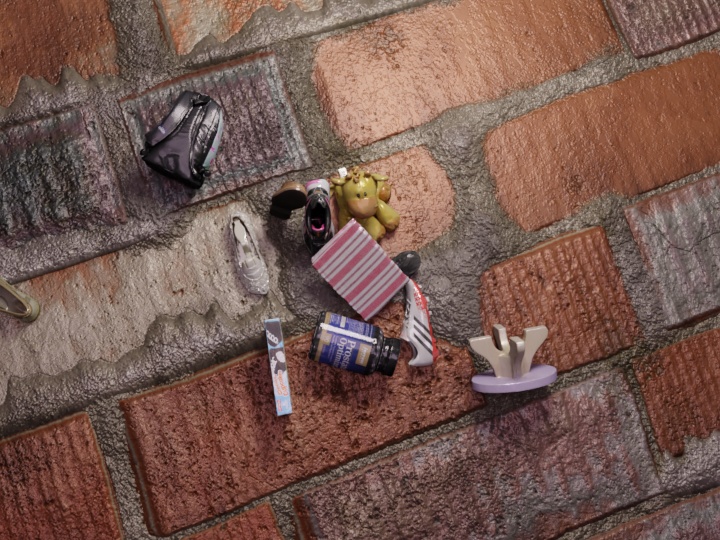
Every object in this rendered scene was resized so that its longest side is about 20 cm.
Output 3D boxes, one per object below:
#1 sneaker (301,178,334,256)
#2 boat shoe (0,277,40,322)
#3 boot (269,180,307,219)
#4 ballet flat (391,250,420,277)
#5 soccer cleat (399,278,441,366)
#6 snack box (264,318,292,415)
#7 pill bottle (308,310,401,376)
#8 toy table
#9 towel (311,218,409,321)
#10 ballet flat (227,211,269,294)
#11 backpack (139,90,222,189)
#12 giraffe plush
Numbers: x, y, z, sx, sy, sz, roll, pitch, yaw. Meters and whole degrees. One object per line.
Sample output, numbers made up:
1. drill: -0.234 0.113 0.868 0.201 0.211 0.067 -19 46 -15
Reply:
1. sneaker: -0.099 -0.100 1.598 0.078 0.204 0.087 -6 40 1
2. boat shoe: -0.806 0.053 1.559 0.197 0.063 0.074 29 79 -1
3. boot: -0.162 -0.176 1.594 0.072 0.199 0.077 19 77 -16
4. ballet flat: 0.056 0.018 1.669 0.197 0.057 0.068 -29 107 -4
5. soccer cleat: 0.124 0.123 1.642 0.083 0.069 0.205 -14 87 -12
6. snack box: -0.181 0.215 1.570 0.036 0.116 0.206 -8 81 -7
7. pill bottle: -0.012 0.170 1.597 0.195 0.112 0.115 16 79 -3
8. toy table: 0.343 0.198 1.608 0.195 0.183 0.121 -11 99 -16
9. towel: 0.000 0.000 1.616 0.146 0.030 0.200 -41 103 12
10. ballet flat: -0.264 -0.040 1.630 0.070 0.072 0.205 -19 84 -8
11. backpack: -0.397 -0.307 1.629 0.164 0.126 0.204 25 78 -13
12. giraffe plush: 0.004 -0.169 1.627 0.171 0.162 0.202 -34 86 -10
